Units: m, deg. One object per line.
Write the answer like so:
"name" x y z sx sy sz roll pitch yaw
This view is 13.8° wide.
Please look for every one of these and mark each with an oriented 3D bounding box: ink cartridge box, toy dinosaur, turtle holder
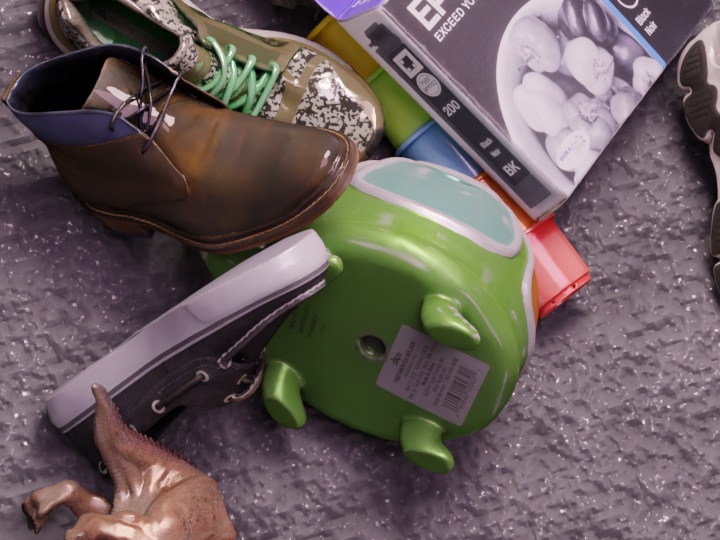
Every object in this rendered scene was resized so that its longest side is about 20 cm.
"ink cartridge box" 0.078 -0.157 1.625 0.200 0.043 0.198 44 49 -5
"toy dinosaur" -0.085 0.148 1.473 0.135 0.086 0.201 -14 88 -21
"turtle holder" 0.005 0.009 1.548 0.184 0.142 0.132 4 40 23

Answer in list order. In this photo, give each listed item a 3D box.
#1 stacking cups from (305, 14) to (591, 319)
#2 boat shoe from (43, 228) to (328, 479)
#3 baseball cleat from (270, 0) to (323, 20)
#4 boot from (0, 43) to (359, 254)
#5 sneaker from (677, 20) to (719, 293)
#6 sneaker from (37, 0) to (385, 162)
"stacking cups" 0.055 -0.066 1.617 0.060 0.061 0.200 -38 85 -24
"boat shoe" -0.078 0.043 1.478 0.057 0.200 0.069 56 39 -2
"baseball cleat" -0.078 -0.226 1.633 0.199 0.070 0.107 32 66 -3
"boot" -0.095 -0.063 1.487 0.097 0.199 0.075 42 61 -36
"sneaker" 0.242 -0.045 1.654 0.083 0.080 0.201 -3 80 -48
"sneaker" -0.082 -0.102 1.566 0.199 0.089 0.077 24 99 -1
